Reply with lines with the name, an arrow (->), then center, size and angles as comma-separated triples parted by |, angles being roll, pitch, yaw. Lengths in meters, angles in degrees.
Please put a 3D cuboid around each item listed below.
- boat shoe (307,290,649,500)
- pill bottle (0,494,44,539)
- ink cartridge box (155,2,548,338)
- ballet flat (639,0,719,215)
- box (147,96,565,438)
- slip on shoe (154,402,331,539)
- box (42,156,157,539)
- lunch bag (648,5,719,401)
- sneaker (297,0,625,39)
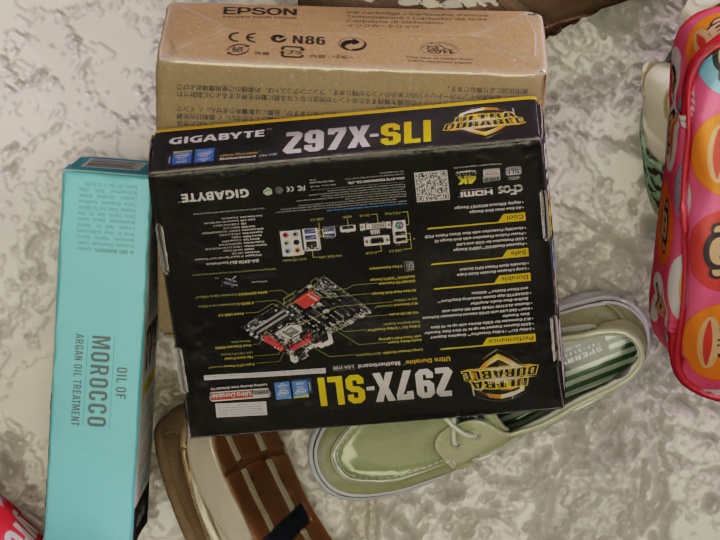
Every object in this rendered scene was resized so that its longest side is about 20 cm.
boat shoe -> 0.061, 0.066, 1.550 | 0.199, 0.062, 0.072 | -27, 96, 5
pill bottle -> -0.194, 0.192, 1.543 | 0.200, 0.112, 0.112 | 43, 96, -5
ink cartridge box -> -0.006, -0.050, 1.504 | 0.198, 0.075, 0.166 | 2, 121, -1
ballet flat -> 0.182, -0.114, 1.502 | 0.074, 0.074, 0.201 | 22, 112, -2
box -> 0.000, 0.000, 1.462 | 0.198, 0.049, 0.161 | -5, 122, 4
slip on shoe -> -0.056, 0.162, 1.568 | 0.060, 0.076, 0.201 | -11, 109, 41
box -> -0.135, 0.043, 1.539 | 0.049, 0.082, 0.202 | 4, 97, 1
lunch bag -> 0.239, -0.033, 1.463 | 0.175, 0.082, 0.202 | 0, 110, -4
sneaker -> 0.067, -0.142, 1.532 | 0.198, 0.071, 0.076 | -2, 117, 4
